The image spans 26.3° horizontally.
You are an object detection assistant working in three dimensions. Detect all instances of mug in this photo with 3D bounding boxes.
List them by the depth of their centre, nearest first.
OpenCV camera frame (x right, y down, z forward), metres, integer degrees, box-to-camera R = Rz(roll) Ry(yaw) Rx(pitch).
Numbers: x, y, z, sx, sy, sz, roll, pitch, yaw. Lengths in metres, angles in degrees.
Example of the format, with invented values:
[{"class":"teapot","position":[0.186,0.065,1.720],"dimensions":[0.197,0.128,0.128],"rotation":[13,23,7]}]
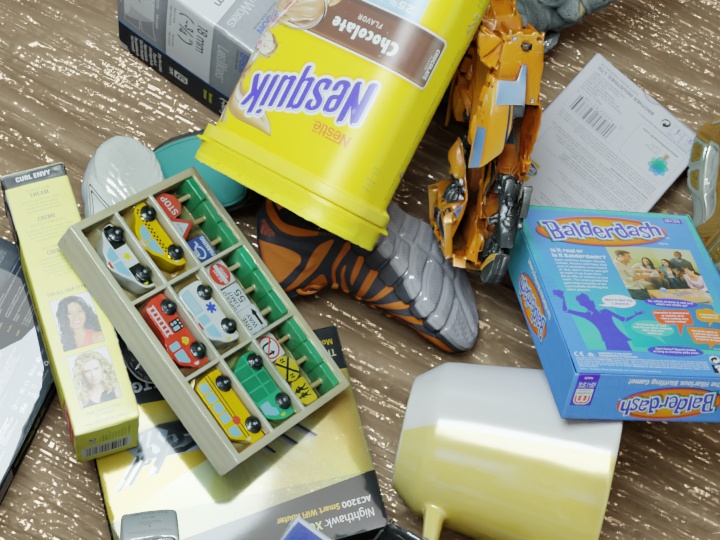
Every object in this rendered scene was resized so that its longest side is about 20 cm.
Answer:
[{"class":"mug","position":[0.102,0.141,1.111],"dimensions":[0.152,0.187,0.150],"rotation":[13,112,6]}]

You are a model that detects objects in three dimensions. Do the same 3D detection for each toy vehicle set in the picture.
[{"class":"toy vehicle set","position":[-0.109,0.032,1.094],"dimensions":[0.124,0.026,0.201],"rotation":[-33,85,-44]}]

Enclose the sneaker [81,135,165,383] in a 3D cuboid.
[{"class":"sneaker","position":[-0.165,-0.004,1.158],"dimensions":[0.071,0.073,0.201],"rotation":[-6,63,-18]}]

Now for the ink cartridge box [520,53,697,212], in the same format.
[{"class":"ink cartridge box","position":[0.176,-0.070,1.256],"dimensions":[0.119,0.042,0.200],"rotation":[41,69,7]}]

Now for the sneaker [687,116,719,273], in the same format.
[{"class":"sneaker","position":[0.303,-0.021,1.237],"dimensions":[0.087,0.075,0.201],"rotation":[19,83,-32]}]

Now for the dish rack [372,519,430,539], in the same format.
[{"class":"dish rack","position":[0.044,0.253,1.048],"dimensions":[0.153,0.200,0.055],"rotation":[33,56,5]}]

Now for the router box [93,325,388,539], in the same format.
[{"class":"router box","position":[-0.095,0.141,1.140],"dimensions":[0.199,0.052,0.158],"rotation":[-13,74,-11]}]

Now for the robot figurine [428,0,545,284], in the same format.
[{"class":"robot figurine","position":[0.090,-0.092,1.133],"dimensions":[0.058,0.145,0.201],"rotation":[4,112,-10]}]

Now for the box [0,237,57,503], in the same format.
[{"class":"box","position":[-0.303,0.069,1.138],"dimensions":[0.157,0.051,0.201],"rotation":[24,69,-2]}]

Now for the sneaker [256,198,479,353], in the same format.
[{"class":"sneaker","position":[0.000,0.000,1.194],"dimensions":[0.200,0.112,0.078],"rotation":[47,38,-22]}]

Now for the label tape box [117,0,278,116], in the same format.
[{"class":"label tape box","position":[-0.094,-0.174,1.200],"dimensions":[0.199,0.144,0.063],"rotation":[35,70,5]}]

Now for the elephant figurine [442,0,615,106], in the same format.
[{"class":"elephant figurine","position":[0.133,-0.219,1.256],"dimensions":[0.155,0.141,0.201],"rotation":[35,76,-10]}]

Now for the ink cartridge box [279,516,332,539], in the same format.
[{"class":"ink cartridge box","position":[-0.002,0.280,1.028],"dimensions":[0.196,0.200,0.043],"rotation":[34,44,6]}]

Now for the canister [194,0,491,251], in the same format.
[{"class":"canister","position":[-0.010,-0.135,1.069],"dimensions":[0.148,0.086,0.201],"rotation":[28,92,33]}]

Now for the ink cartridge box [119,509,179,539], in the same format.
[{"class":"ink cartridge box","position":[-0.129,0.271,0.996],"dimensions":[0.043,0.174,0.202],"rotation":[-4,94,-9]}]

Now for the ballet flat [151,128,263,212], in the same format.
[{"class":"ballet flat","position":[-0.078,-0.086,1.204],"dimensions":[0.199,0.068,0.069],"rotation":[-12,90,24]}]

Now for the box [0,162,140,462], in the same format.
[{"class":"box","position":[-0.207,0.029,1.100],"dimensions":[0.050,0.075,0.201],"rotation":[-16,72,-15]}]

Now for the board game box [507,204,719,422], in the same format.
[{"class":"board game box","position":[0.197,0.028,1.127],"dimensions":[0.151,0.045,0.201],"rotation":[3,37,-12]}]
